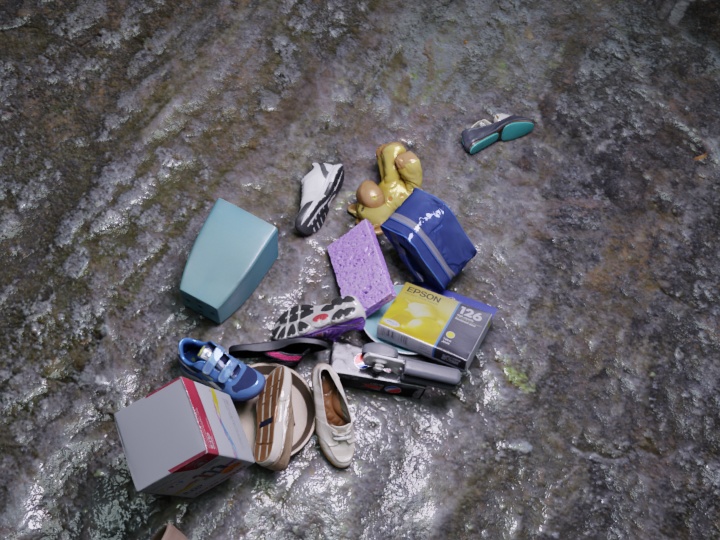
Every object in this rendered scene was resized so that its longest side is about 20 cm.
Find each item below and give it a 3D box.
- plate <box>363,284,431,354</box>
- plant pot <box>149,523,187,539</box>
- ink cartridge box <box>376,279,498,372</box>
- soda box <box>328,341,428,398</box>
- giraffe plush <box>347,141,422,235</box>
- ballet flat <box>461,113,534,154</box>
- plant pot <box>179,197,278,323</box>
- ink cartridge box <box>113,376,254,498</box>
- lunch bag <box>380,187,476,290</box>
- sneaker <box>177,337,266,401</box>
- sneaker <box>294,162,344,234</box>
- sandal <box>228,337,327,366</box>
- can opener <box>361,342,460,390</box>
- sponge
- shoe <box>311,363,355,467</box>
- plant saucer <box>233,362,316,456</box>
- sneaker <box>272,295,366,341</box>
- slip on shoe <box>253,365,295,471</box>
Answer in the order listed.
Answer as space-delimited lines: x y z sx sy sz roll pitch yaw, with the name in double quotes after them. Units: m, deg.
0.098 0.106 1.754 0.197 0.026 0.202 2 41 -2 "plate"
-0.310 0.549 1.378 0.174 0.200 0.201 40 60 -8 "plant pot"
0.162 0.095 1.721 0.195 0.047 0.201 20 47 17 "ink cartridge box"
0.034 0.200 1.690 0.197 0.064 0.072 11 59 -5 "soda box"
0.054 -0.164 1.871 0.161 0.172 0.202 -29 103 -13 "giraffe plush"
0.329 -0.346 2.053 0.198 0.073 0.074 -22 66 -18 "ballet flat"
-0.277 -0.009 1.716 0.140 0.142 0.201 27 67 7 "plant pot"
-0.303 0.297 1.477 0.144 0.200 0.146 -30 67 7 "ink cartridge box"
0.140 -0.055 1.778 0.132 0.200 0.136 -44 35 -8 "lunch bag"
-0.272 0.187 1.608 0.198 0.083 0.074 17 52 22 "sneaker"
-0.105 -0.162 1.880 0.079 0.074 0.201 15 53 16 "sneaker"
-0.162 0.168 1.674 0.197 0.075 0.046 -5 67 -4 "sandal"
0.098 0.184 1.643 0.197 0.053 0.067 16 58 -1 "can opener"
0.000 0.000 1.768 0.111 0.030 0.202 -33 53 20 "sponge"
-0.053 0.277 1.604 0.069 0.053 0.203 -13 86 -17 "shoe"
-0.182 0.276 1.630 0.197 0.030 0.203 4 61 -7 "plant saucer"
-0.083 0.117 1.695 0.197 0.084 0.081 -12 41 15 "sneaker"
-0.152 0.278 1.586 0.060 0.076 0.202 35 41 -35 "slip on shoe"
